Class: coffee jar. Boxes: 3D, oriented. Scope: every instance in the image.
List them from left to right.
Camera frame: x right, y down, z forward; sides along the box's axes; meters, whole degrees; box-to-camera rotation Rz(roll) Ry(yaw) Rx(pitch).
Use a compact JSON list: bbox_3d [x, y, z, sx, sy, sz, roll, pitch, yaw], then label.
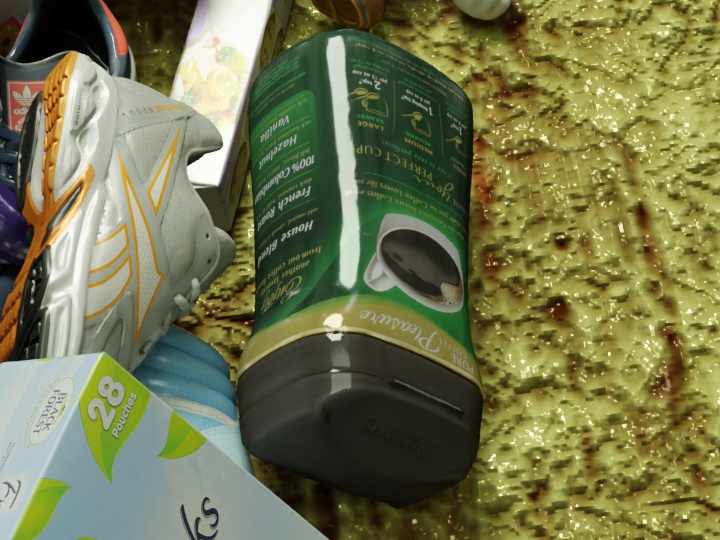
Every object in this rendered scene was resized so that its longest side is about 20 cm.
[{"bbox_3d":[0.000,0.000,0.811,0.104,0.085,0.201,26,49,-33],"label":"coffee jar"}]

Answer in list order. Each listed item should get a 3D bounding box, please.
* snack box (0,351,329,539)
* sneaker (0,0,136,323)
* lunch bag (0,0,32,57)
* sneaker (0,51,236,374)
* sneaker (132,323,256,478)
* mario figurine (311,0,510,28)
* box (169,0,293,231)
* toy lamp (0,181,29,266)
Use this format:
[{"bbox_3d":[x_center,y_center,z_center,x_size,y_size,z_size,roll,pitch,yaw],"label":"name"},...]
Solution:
[{"bbox_3d":[-0.079,0.154,0.664,0.067,0.200,0.169,-9,49,43],"label":"snack box"},{"bbox_3d":[-0.152,-0.052,0.867,0.075,0.085,0.201,0,58,4],"label":"sneaker"},{"bbox_3d":[-0.279,-0.168,0.927,0.170,0.122,0.200,-33,60,-22],"label":"lunch bag"},{"bbox_3d":[-0.095,0.009,0.752,0.092,0.076,0.201,14,67,-24],"label":"sneaker"},{"bbox_3d":[-0.142,0.079,0.789,0.199,0.080,0.131,-4,59,-10],"label":"sneaker"},{"bbox_3d":[0.057,-0.210,0.932,0.200,0.124,0.106,-38,59,-20],"label":"mario figurine"},{"bbox_3d":[-0.064,-0.113,0.925,0.038,0.042,0.201,7,58,9],"label":"box"},{"bbox_3d":[-0.217,0.045,0.802,0.200,0.058,0.058,-47,64,0],"label":"toy lamp"}]
